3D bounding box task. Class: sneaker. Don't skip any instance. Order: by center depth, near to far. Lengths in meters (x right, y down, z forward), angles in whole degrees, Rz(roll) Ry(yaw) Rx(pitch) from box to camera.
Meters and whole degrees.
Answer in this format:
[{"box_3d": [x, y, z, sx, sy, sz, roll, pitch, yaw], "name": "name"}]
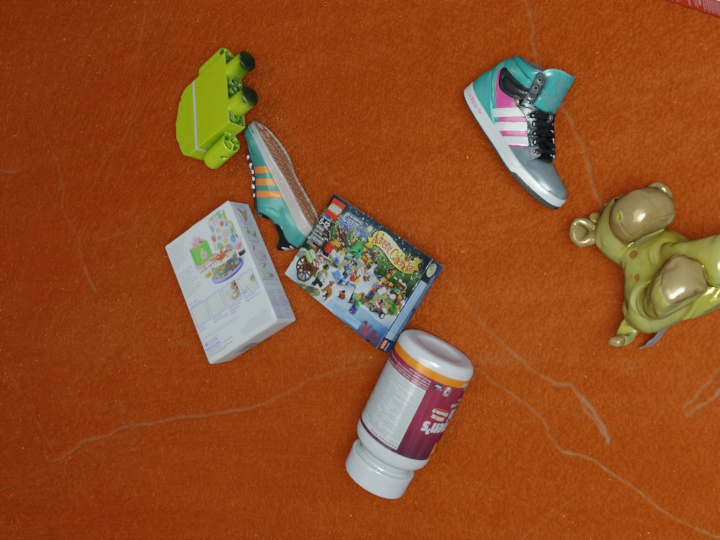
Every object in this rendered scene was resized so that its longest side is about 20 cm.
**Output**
[{"box_3d": [0.224, -0.187, 0.943, 0.121, 0.083, 0.202, -42, 70, 31], "name": "sneaker"}, {"box_3d": [-0.135, -0.124, 1.138, 0.079, 0.071, 0.203, -31, 77, 20], "name": "sneaker"}]

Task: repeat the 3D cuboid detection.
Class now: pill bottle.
[{"box_3d": [0.061, 0.190, 1.008, 0.109, 0.109, 0.203, 31, 104, 25], "name": "pill bottle"}]

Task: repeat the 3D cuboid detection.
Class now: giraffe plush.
[{"box_3d": [0.333, -0.025, 0.859, 0.164, 0.170, 0.201, 68, 150, 23], "name": "giraffe plush"}]

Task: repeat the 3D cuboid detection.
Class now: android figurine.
[{"box_3d": [-0.227, -0.249, 1.182, 0.199, 0.041, 0.185, -29, 61, 41], "name": "android figurine"}]

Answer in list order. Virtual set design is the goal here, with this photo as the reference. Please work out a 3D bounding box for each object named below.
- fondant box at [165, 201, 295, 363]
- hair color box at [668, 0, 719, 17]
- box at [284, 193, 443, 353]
[{"box_3d": [-0.202, 0.018, 1.172, 0.143, 0.058, 0.203, -30, 77, 25], "name": "fondant box"}, {"box_3d": [0.439, -0.332, 0.836, 0.198, 0.064, 0.112, 31, 102, 26], "name": "hair color box"}, {"box_3d": [0.000, 0.000, 1.049, 0.199, 0.038, 0.138, 35, 95, 35], "name": "box"}]
